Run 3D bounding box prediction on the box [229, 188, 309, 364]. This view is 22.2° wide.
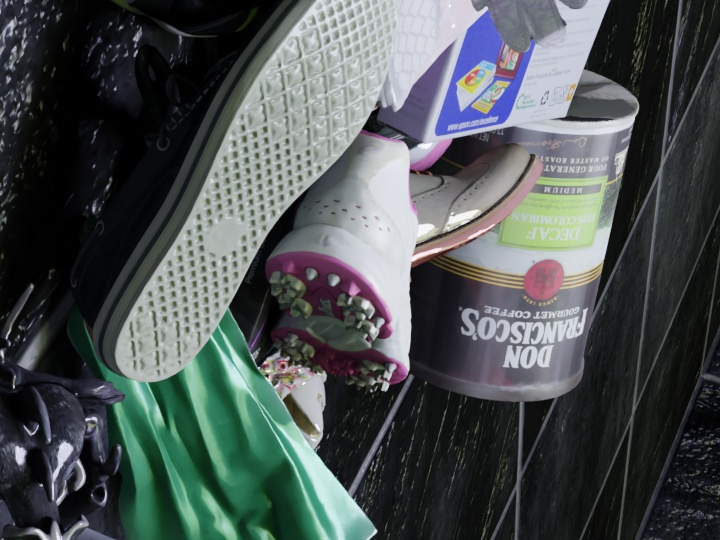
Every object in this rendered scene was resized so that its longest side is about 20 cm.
[{"bbox_3d":[-0.033,-0.049,0.941,0.143,0.036,0.202,-47,158,-81],"label":"box"}]

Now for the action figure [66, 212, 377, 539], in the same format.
[{"bbox_3d":[-0.082,0.061,0.850,0.201,0.117,0.055,68,-8,-24],"label":"action figure"}]

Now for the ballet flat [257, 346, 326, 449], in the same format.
[{"bbox_3d":[-0.058,0.088,1.011,0.076,0.064,0.200,-55,171,29],"label":"ballet flat"}]

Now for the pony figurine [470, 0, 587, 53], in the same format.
[{"bbox_3d":[0.098,-0.216,0.781,0.200,0.166,0.194,-31,91,-49],"label":"pony figurine"}]

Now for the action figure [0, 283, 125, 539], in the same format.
[{"bbox_3d":[-0.142,0.111,0.722,0.118,0.102,0.202,6,60,-46],"label":"action figure"}]

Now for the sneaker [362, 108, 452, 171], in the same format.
[{"bbox_3d":[0.050,-0.158,1.103,0.086,0.080,0.202,46,62,-69],"label":"sneaker"}]

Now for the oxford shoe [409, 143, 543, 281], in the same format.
[{"bbox_3d":[0.029,-0.039,1.075,0.199,0.074,0.071,-33,-176,-37],"label":"oxford shoe"}]

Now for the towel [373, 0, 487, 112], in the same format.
[{"bbox_3d":[0.034,-0.198,0.829,0.191,0.032,0.201,-51,141,-41],"label":"towel"}]

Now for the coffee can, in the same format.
[{"bbox_3d":[0.100,-0.032,1.261,0.146,0.145,0.202,-38,141,-61],"label":"coffee can"}]

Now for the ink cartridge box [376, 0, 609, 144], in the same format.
[{"bbox_3d":[0.098,-0.178,1.052,0.197,0.047,0.202,-15,127,-58],"label":"ink cartridge box"}]

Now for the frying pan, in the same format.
[{"bbox_3d":[-0.089,-0.041,0.849,0.190,0.031,0.116,0,107,-74],"label":"frying pan"}]

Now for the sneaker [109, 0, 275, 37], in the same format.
[{"bbox_3d":[-0.056,-0.129,0.792,0.200,0.082,0.072,-18,124,-69],"label":"sneaker"}]

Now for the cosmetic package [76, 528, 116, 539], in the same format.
[{"bbox_3d":[-0.166,0.222,0.835,0.200,0.051,0.152,-29,135,-67],"label":"cosmetic package"}]

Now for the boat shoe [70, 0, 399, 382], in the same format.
[{"bbox_3d":[-0.057,-0.049,0.770,0.074,0.062,0.201,28,98,-47],"label":"boat shoe"}]

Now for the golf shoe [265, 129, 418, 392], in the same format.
[{"bbox_3d":[0.000,0.000,0.896,0.200,0.075,0.092,99,10,-72],"label":"golf shoe"}]
